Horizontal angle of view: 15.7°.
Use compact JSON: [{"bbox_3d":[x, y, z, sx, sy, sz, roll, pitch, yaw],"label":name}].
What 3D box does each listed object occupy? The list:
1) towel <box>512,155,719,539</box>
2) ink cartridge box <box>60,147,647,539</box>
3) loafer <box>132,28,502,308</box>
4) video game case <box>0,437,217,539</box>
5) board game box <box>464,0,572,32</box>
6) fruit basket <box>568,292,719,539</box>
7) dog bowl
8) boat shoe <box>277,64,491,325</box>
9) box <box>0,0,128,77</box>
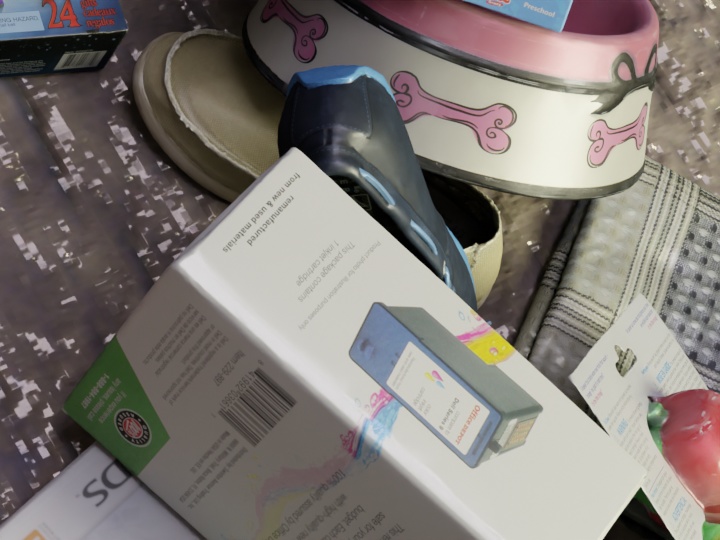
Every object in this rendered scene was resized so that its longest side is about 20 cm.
[{"bbox_3d":[0.171,0.051,1.269,0.192,0.035,0.200,32,55,-9],"label":"towel"},{"bbox_3d":[-0.005,0.071,1.071,0.200,0.145,0.088,43,53,1],"label":"ink cartridge box"},{"bbox_3d":[-0.012,-0.055,1.209,0.200,0.068,0.076,32,54,-9],"label":"loafer"},{"bbox_3d":[-0.036,0.138,1.122,0.200,0.022,0.182,47,53,2],"label":"video game case"},{"bbox_3d":[0.025,-0.178,1.193,0.151,0.037,0.200,18,23,-5],"label":"board game box"},{"bbox_3d":[0.157,0.114,1.142,0.200,0.094,0.185,51,19,0],"label":"fruit basket"},{"bbox_3d":[0.050,-0.112,1.208,0.199,0.074,0.200,17,23,-8],"label":"dog bowl"},{"bbox_3d":[0.000,0.000,1.130,0.200,0.084,0.069,60,23,-45],"label":"boat shoe"},{"bbox_3d":[-0.218,-0.150,1.172,0.199,0.038,0.137,-8,69,-31],"label":"box"}]
